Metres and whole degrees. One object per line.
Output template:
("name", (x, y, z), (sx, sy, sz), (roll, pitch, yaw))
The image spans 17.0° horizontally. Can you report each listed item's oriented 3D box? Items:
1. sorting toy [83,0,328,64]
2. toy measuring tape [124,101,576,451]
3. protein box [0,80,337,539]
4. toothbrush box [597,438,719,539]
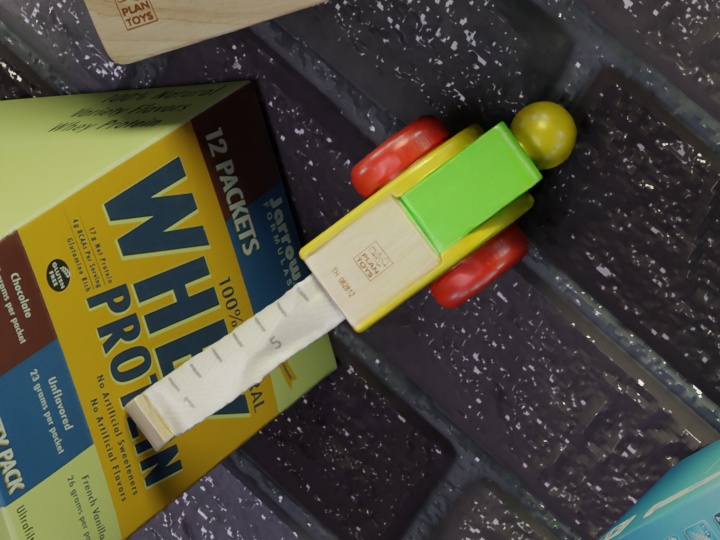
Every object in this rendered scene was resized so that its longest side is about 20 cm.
("sorting toy", (-0.041, -0.197, 0.865), (0.199, 0.070, 0.200), (-12, 107, 41))
("toy measuring tape", (0.000, 0.000, 0.917), (0.200, 0.074, 0.074), (-37, 91, 11))
("protein box", (-0.156, 0.025, 0.990), (0.198, 0.200, 0.136), (-1, 114, 38))
("toothbrush box", (0.199, 0.107, 0.845), (0.147, 0.085, 0.200), (54, 134, 1))
